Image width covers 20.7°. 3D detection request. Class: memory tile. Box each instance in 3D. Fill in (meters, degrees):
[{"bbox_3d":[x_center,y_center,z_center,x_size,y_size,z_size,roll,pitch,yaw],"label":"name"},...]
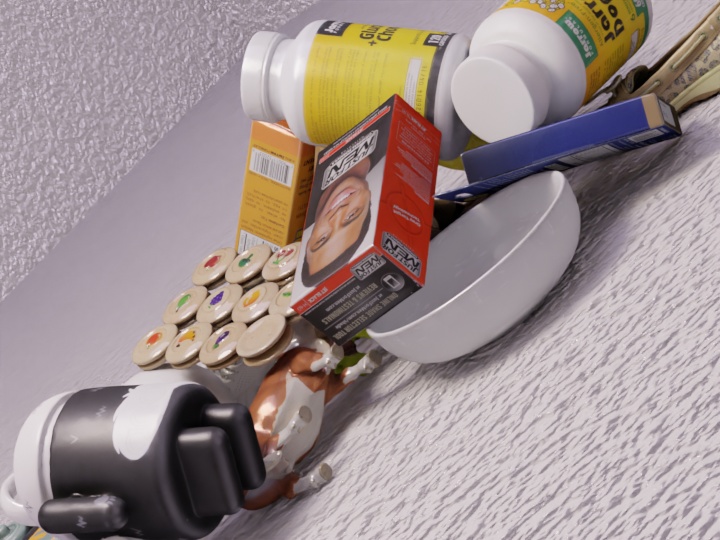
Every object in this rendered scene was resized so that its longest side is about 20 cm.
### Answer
[{"bbox_3d":[-0.106,0.029,1.708,0.199,0.017,0.154,-4,41,46],"label":"memory tile"}]

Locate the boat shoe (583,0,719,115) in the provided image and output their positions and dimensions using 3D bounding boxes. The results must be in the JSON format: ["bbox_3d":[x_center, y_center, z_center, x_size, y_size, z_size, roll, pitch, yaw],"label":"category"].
[{"bbox_3d":[0.264,-0.170,1.713,0.199,0.063,0.073,-32,15,32],"label":"boat shoe"}]

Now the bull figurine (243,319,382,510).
[{"bbox_3d":[-0.052,0.108,1.616,0.121,0.065,0.201,-25,37,48],"label":"bull figurine"}]

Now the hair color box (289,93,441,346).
[{"bbox_3d":[0.007,-0.044,1.616,0.101,0.061,0.201,-36,29,31],"label":"hair color box"}]

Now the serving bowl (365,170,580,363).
[{"bbox_3d":[0.101,0.008,1.566,0.200,0.066,0.200,-38,13,10],"label":"serving bowl"}]

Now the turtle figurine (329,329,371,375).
[{"bbox_3d":[0.000,0.000,1.726,0.162,0.064,0.201,-84,19,-45],"label":"turtle figurine"}]

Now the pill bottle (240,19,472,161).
[{"bbox_3d":[-0.001,-0.163,1.746,0.198,0.113,0.112,8,32,17],"label":"pill bottle"}]

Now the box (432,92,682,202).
[{"bbox_3d":[0.160,-0.099,1.620,0.198,0.033,0.121,-18,-5,15],"label":"box"}]

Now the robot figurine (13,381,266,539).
[{"bbox_3d":[-0.175,0.153,1.538,0.198,0.150,0.126,-5,71,25],"label":"robot figurine"}]

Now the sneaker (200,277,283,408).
[{"bbox_3d":[-0.116,0.075,1.789,0.099,0.078,0.201,0,-56,-60],"label":"sneaker"}]

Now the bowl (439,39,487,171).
[{"bbox_3d":[0.131,-0.148,1.881,0.198,0.108,0.200,-22,19,8],"label":"bowl"}]

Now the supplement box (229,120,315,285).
[{"bbox_3d":[-0.076,-0.054,1.898,0.066,0.068,0.202,-27,-45,-52],"label":"supplement box"}]

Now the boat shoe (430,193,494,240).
[{"bbox_3d":[0.080,-0.034,1.756,0.199,0.072,0.072,-32,14,36],"label":"boat shoe"}]

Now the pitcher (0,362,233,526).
[{"bbox_3d":[-0.205,0.164,1.707,0.201,0.170,0.122,-62,-19,-52],"label":"pitcher"}]

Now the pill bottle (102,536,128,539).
[{"bbox_3d":[-0.243,0.285,1.497,0.199,0.112,0.112,-36,13,21],"label":"pill bottle"}]

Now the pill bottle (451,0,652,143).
[{"bbox_3d":[0.163,-0.192,1.705,0.112,0.113,0.200,-25,13,47],"label":"pill bottle"}]

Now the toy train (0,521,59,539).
[{"bbox_3d":[-0.257,0.231,1.808,0.113,0.086,0.200,-5,35,52],"label":"toy train"}]

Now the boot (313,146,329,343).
[{"bbox_3d":[-0.034,-0.041,1.847,0.175,0.066,0.202,-54,-24,-50],"label":"boot"}]
